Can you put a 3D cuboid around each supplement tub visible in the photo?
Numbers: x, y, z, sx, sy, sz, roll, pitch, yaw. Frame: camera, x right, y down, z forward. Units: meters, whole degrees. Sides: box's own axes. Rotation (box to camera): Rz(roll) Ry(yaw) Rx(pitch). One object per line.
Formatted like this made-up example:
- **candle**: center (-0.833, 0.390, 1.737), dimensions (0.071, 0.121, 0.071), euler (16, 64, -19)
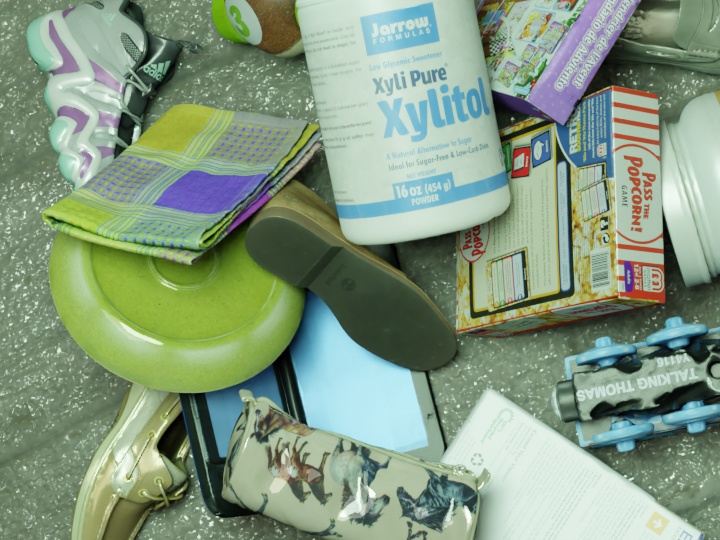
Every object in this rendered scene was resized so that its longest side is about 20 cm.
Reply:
- **supplement tub**: center (0.031, -0.129, 1.269), dimensions (0.131, 0.132, 0.202), euler (-10, 99, 12)
- **supplement tub**: center (0.316, -0.074, 1.263), dimensions (0.198, 0.144, 0.146), euler (-16, 76, 11)

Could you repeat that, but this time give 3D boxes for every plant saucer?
- **plant saucer**: center (-0.136, -0.003, 1.319), dimensions (0.198, 0.031, 0.201), euler (7, 58, -12)

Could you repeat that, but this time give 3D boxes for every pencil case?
- **pencil case**: center (-0.008, 0.156, 1.268), dimensions (0.199, 0.078, 0.090), euler (20, 87, -3)

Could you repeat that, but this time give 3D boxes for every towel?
- **towel**: center (-0.132, -0.072, 1.310), dimensions (0.143, 0.200, 0.023), euler (13, 126, 24)

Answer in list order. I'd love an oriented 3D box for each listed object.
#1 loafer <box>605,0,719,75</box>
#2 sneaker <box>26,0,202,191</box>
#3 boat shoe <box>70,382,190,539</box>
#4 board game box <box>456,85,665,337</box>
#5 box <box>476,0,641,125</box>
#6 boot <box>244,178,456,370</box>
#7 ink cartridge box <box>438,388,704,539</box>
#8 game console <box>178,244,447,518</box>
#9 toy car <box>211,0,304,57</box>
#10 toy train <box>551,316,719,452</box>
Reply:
- **loafer**: center (0.257, -0.190, 1.338), dimensions (0.198, 0.070, 0.071), euler (-1, 80, 14)
- **sneaker**: center (-0.190, -0.146, 1.441), dimensions (0.139, 0.078, 0.201), euler (-22, 76, 10)
- **boat shoe**: center (-0.169, 0.153, 1.382), dimensions (0.066, 0.074, 0.201), euler (20, 85, 22)
- **board game box**: center (0.142, -0.038, 1.287), dimensions (0.200, 0.046, 0.153), euler (-15, 72, 58)
- **box**: center (0.138, -0.188, 1.309), dimensions (0.039, 0.200, 0.137), euler (31, 92, -20)
- **boot**: center (0.000, 0.000, 1.338), dimensions (0.200, 0.076, 0.074), euler (39, 120, -21)
- **ink cartridge box**: center (0.126, 0.225, 1.311), dimensions (0.199, 0.043, 0.197), euler (34, 89, 16)
- **game console**: center (-0.046, 0.077, 1.347), dimensions (0.118, 0.170, 0.202), euler (-25, 73, 36)
- **toy car**: center (-0.100, -0.271, 1.349), dimensions (0.164, 0.199, 0.159), euler (11, 80, 55)
- **toy train**: center (0.241, 0.080, 1.270), dimensions (0.198, 0.114, 0.087), euler (-13, 80, 12)
